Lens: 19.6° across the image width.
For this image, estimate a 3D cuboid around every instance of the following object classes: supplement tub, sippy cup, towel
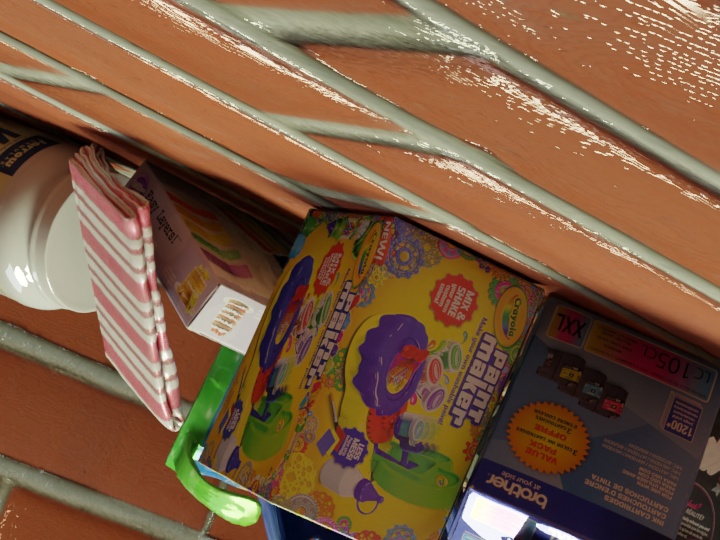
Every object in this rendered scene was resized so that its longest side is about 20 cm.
[{"bbox_3d":[-0.294,-0.050,1.808,0.199,0.146,0.145,20,174,36],"label":"supplement tub"},{"bbox_3d":[-0.073,0.126,1.697,0.130,0.179,0.140,27,167,-1],"label":"sippy cup"},{"bbox_3d":[-0.181,0.013,1.647,0.030,0.201,0.146,-17,-151,-19],"label":"towel"}]

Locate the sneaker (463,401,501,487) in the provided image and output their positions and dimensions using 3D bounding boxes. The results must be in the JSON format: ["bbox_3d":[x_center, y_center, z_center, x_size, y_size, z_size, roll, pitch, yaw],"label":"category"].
[{"bbox_3d":[0.112,0.113,1.508,0.070,0.108,0.200,48,-179,-20],"label":"sneaker"}]

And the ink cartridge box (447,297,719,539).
[{"bbox_3d":[0.145,0.133,1.350,0.136,0.201,0.077,22,144,5],"label":"ink cartridge box"}]

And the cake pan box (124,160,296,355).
[{"bbox_3d":[-0.086,0.012,1.675,0.199,0.052,0.185,29,-160,-38],"label":"cake pan box"}]

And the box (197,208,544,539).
[{"bbox_3d":[0.004,0.075,1.422,0.121,0.201,0.192,26,174,-19],"label":"box"}]

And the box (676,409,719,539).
[{"bbox_3d":[0.221,0.137,1.582,0.199,0.115,0.132,28,175,-34],"label":"box"}]

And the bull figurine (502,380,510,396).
[{"bbox_3d":[0.188,0.106,1.700,0.199,0.065,0.121,28,178,-25],"label":"bull figurine"}]

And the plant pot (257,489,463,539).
[{"bbox_3d":[0.050,0.226,1.819,0.199,0.202,0.179,-19,175,33],"label":"plant pot"}]

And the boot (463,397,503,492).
[{"bbox_3d":[0.168,0.185,1.676,0.166,0.202,0.072,-14,-179,-41],"label":"boot"}]
